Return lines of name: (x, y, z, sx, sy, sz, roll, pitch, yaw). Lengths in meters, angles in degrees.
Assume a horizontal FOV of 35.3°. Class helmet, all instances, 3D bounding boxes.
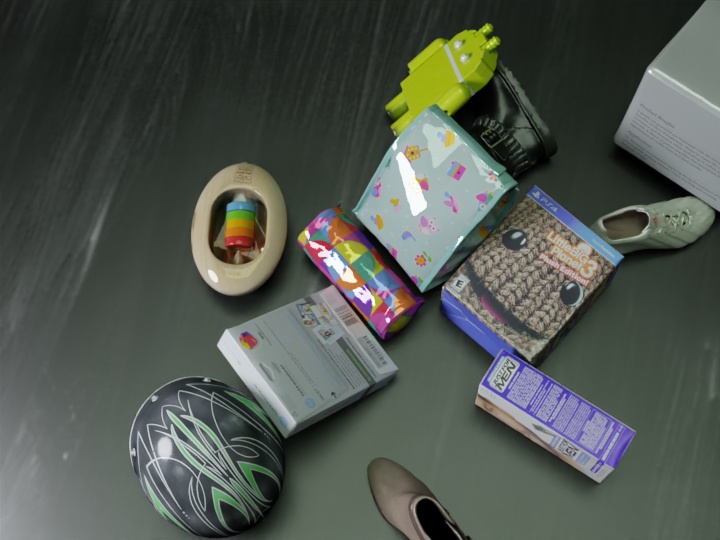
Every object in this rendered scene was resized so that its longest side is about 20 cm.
helmet: (-0.190, 0.236, 1.423, 0.197, 0.191, 0.202, 0, 70, 1)

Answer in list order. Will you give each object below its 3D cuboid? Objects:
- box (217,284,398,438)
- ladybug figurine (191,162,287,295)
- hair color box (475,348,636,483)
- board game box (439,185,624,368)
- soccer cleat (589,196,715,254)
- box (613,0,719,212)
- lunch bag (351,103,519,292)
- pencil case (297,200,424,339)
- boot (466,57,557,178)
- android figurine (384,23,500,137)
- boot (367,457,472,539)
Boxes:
box: (-0.066, 0.115, 1.493, 0.199, 0.041, 0.156, -22, 67, -45)
ladybug figurine: (-0.168, -0.055, 1.596, 0.134, 0.072, 0.202, 5, 70, 4)
hair color box: (0.250, 0.191, 1.474, 0.199, 0.109, 0.065, 33, 75, 13)
board game box: (0.231, 0.018, 1.545, 0.159, 0.097, 0.200, 39, 75, 14)
soccer cleat: (0.411, -0.064, 1.578, 0.198, 0.078, 0.070, -14, 70, -10)
box: (0.502, -0.235, 1.579, 0.198, 0.172, 0.200, 36, 64, 14)
lunch bag: (0.108, -0.103, 1.537, 0.171, 0.201, 0.121, 48, 37, 18)
pencil case: (0.000, 0.000, 1.566, 0.088, 0.089, 0.200, -36, 74, -12)
boot: (0.170, -0.211, 1.642, 0.157, 0.080, 0.212, -30, 72, -10)
android figurine: (0.120, -0.274, 1.625, 0.200, 0.041, 0.183, -39, 31, 20)
boot: (0.076, 0.303, 1.416, 0.070, 0.146, 0.200, -40, 73, -11)
